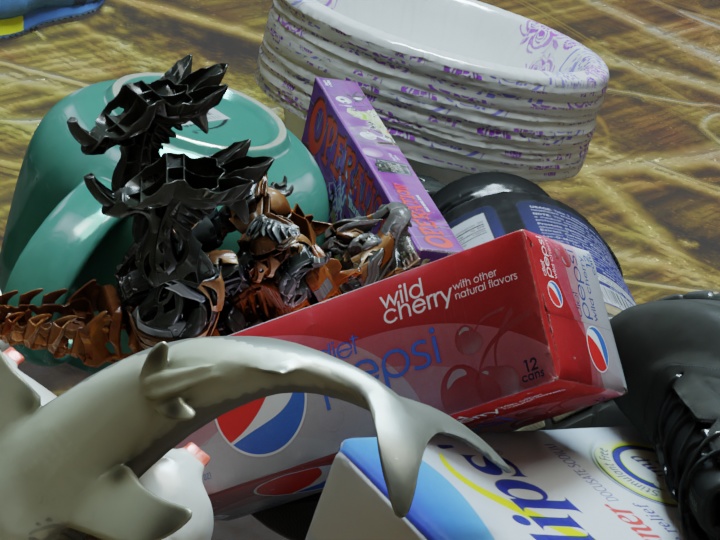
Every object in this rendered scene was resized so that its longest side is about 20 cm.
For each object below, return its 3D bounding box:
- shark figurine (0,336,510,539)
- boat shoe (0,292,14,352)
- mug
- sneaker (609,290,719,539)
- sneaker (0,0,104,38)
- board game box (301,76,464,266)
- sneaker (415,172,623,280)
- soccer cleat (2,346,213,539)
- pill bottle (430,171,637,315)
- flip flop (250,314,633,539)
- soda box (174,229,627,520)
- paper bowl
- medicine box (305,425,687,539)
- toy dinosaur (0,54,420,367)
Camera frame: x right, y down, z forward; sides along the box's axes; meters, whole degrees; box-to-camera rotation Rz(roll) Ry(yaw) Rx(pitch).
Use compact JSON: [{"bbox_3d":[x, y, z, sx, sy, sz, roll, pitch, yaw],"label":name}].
[{"bbox_3d":[-0.063,0.061,1.001,0.089,0.213,0.129,34,37,-72],"label":"shark figurine"},{"bbox_3d":[-0.210,-0.002,1.199,0.062,0.073,0.200,-14,50,-26],"label":"boat shoe"},{"bbox_3d":[-0.090,-0.020,1.277,0.151,0.115,0.185,13,22,-11],"label":"mug"},{"bbox_3d":[0.150,0.069,1.042,0.090,0.076,0.200,-11,30,-33],"label":"sneaker"},{"bbox_3d":[-0.201,-0.200,1.669,0.066,0.079,0.200,21,21,15],"label":"sneaker"},{"bbox_3d":[0.000,0.000,1.293,0.032,0.121,0.200,9,23,-20],"label":"board game box"},{"bbox_3d":[0.042,-0.023,1.446,0.199,0.060,0.104,18,2,-35],"label":"sneaker"},{"bbox_3d":[-0.150,0.075,1.081,0.199,0.070,0.078,22,48,26],"label":"soccer cleat"},{"bbox_3d":[0.078,0.030,1.290,0.111,0.112,0.200,12,23,-13],"label":"pill bottle"},{"bbox_3d":[0.042,0.070,1.164,0.199,0.082,0.058,-17,-11,2],"label":"flip flop"},{"bbox_3d":[0.002,0.046,1.092,0.199,0.064,0.070,-20,-17,26],"label":"soda box"},{"bbox_3d":[0.036,-0.097,1.550,0.200,0.105,0.201,16,16,-5],"label":"paper bowl"},{"bbox_3d":[0.101,0.150,1.041,0.199,0.103,0.182,1,28,-37],"label":"medicine box"},{"bbox_3d":[-0.072,-0.001,1.137,0.199,0.136,0.102,-26,41,-29],"label":"toy dinosaur"}]
